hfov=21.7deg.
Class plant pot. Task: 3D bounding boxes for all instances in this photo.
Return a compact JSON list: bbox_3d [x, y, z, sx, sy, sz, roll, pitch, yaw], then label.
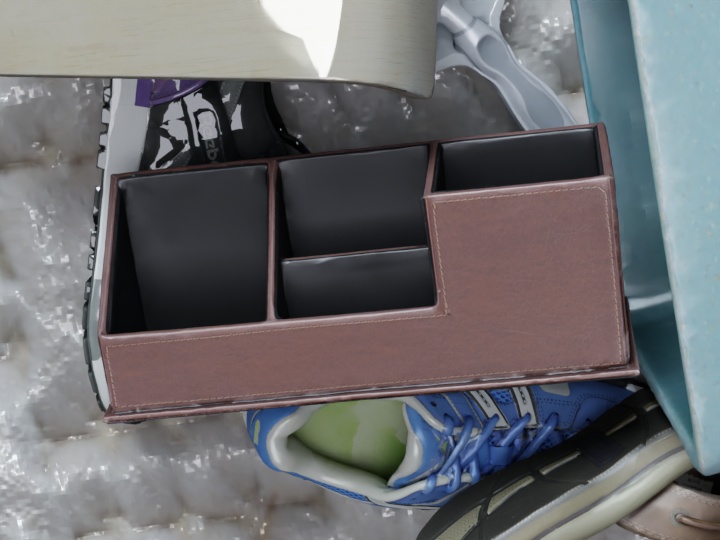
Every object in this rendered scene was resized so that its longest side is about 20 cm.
[{"bbox_3d":[0.193,-0.060,0.697,0.200,0.196,0.196,-10,103,3],"label":"plant pot"}]

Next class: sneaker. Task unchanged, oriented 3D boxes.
[{"bbox_3d":[-0.066,-0.028,0.786,0.088,0.076,0.200,6,104,-3],"label":"sneaker"},{"bbox_3d":[0.046,0.077,0.798,0.200,0.077,0.076,4,103,1],"label":"sneaker"}]

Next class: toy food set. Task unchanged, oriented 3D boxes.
[{"bbox_3d":[-0.071,-0.135,0.686,0.200,0.060,0.144,2,86,11],"label":"toy food set"}]

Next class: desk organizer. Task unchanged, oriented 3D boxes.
[{"bbox_3d":[0.000,0.000,0.710,0.200,0.072,0.077,-6,111,7],"label":"desk organizer"}]

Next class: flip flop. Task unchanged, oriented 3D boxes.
[{"bbox_3d":[0.117,0.086,0.740,0.200,0.081,0.058,-28,100,-2],"label":"flip flop"}]

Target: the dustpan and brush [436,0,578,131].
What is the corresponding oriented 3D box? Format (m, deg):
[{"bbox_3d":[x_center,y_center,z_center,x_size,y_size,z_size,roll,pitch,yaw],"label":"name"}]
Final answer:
[{"bbox_3d":[0.027,-0.113,0.754,0.140,0.057,0.200,-48,124,-10],"label":"dustpan and brush"}]
